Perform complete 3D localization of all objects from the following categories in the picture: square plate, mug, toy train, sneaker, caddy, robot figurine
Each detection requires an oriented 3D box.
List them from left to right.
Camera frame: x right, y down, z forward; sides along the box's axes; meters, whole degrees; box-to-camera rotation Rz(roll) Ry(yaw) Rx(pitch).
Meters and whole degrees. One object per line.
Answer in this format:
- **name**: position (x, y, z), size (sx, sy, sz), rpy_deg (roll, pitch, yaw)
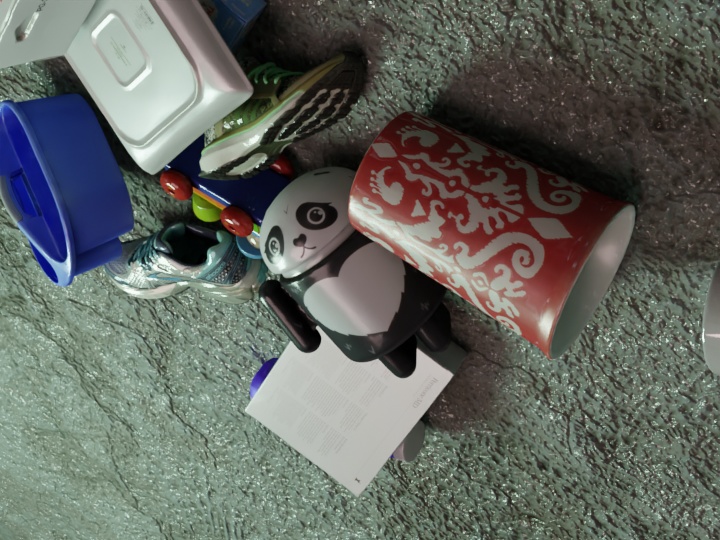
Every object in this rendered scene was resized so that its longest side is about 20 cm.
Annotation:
- **caddy**: position (-0.314, -0.084, 1.351), size (0.201, 0.104, 0.141), rpy_deg (63, 151, 15)
- **square plate**: position (-0.199, -0.195, 1.140), size (0.201, 0.028, 0.198), rpy_deg (56, 142, -5)
- **sneaker**: position (-0.194, -0.021, 1.382), size (0.199, 0.078, 0.086), rpy_deg (1, 150, 30)
- **toy train**: position (-0.155, -0.090, 1.284), size (0.199, 0.085, 0.116), rpy_deg (31, 159, 14)
- **sneaker**: position (-0.081, -0.151, 1.144), size (0.199, 0.077, 0.089), rpy_deg (-28, 77, 38)
- **robot figurine**: position (-0.001, 0.001, 1.191), size (0.200, 0.150, 0.125), rpy_deg (49, 158, -15)
- **mug**: position (0.098, -0.022, 1.073), size (0.199, 0.133, 0.178), rpy_deg (29, 143, 19)

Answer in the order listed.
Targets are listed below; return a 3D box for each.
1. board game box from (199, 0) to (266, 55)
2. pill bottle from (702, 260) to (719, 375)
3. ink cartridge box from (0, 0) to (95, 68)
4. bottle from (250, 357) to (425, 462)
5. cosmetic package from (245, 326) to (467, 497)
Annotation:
- **board game box**: position (-0.189, -0.250, 1.159), size (0.200, 0.037, 0.151), rpy_deg (43, 145, -3)
- **pill bottle**: position (0.348, 0.043, 0.923), size (0.199, 0.114, 0.114), rpy_deg (10, 137, 36)
- **ink cartridge box**: position (-0.294, -0.288, 1.096), size (0.145, 0.083, 0.201), rpy_deg (-38, 73, 54)
- **bottle**: position (-0.025, 0.157, 1.447), size (0.199, 0.065, 0.084), rpy_deg (17, 142, 30)
- **cosmetic package**: position (-0.007, 0.113, 1.336), size (0.150, 0.052, 0.200), rpy_deg (38, 124, 5)
